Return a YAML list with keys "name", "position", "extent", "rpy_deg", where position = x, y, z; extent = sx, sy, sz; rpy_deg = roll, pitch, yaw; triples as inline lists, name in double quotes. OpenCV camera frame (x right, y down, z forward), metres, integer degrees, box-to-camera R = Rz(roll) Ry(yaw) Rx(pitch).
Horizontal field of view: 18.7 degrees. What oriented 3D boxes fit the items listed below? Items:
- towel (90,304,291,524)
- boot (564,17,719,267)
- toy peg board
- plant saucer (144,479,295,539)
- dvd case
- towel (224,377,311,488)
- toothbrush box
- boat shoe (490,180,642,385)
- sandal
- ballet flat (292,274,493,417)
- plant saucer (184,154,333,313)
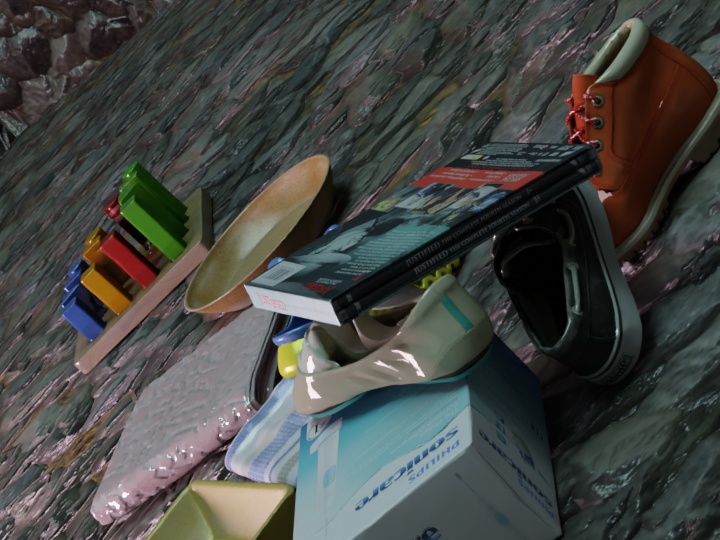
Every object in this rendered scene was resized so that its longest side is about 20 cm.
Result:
- name: "towel"
  position: [-0.141, 0.117, 1.910]
  extent: [0.200, 0.032, 0.191]
  rpy_deg: [-37, 18, 27]
- name: "boot"
  position: [0.163, -0.075, 1.477]
  extent: [0.200, 0.107, 0.075]
  rpy_deg: [-55, 21, -18]
- name: "toy peg board"
  position: [-0.267, -0.018, 2.420]
  extent: [0.199, 0.098, 0.200]
  rpy_deg: [-43, 16, 10]
- name: "plant saucer"
  position: [-0.128, 0.242, 1.559]
  extent: [0.200, 0.048, 0.200]
  rpy_deg: [-53, 18, -19]
- name: "dvd case"
  position: [0.037, -0.027, 1.372]
  extent: [0.200, 0.022, 0.146]
  rpy_deg: [-30, 15, -20]
- name: "towel"
  position: [-0.029, 0.103, 1.681]
  extent: [0.147, 0.024, 0.200]
  rpy_deg: [-52, 17, -14]
- name: "toothbrush box"
  position: [0.038, 0.127, 1.347]
  extent: [0.146, 0.085, 0.200]
  rpy_deg: [-40, 17, 15]
- name: "boat shoe"
  position: [0.119, -0.012, 1.387]
  extent: [0.071, 0.064, 0.200]
  rpy_deg: [-54, 33, 25]
- name: "sandal"
  position: [0.000, 0.000, 1.686]
  extent: [0.200, 0.087, 0.079]
  rpy_deg: [-34, 9, -37]
- name: "ballet flat"
  position: [0.006, 0.043, 1.361]
  extent: [0.200, 0.069, 0.070]
  rpy_deg: [-20, 31, 52]
- name: "plant saucer"
  position: [-0.089, -0.027, 2.107]
  extent: [0.200, 0.035, 0.200]
  rpy_deg: [-43, 17, 16]
